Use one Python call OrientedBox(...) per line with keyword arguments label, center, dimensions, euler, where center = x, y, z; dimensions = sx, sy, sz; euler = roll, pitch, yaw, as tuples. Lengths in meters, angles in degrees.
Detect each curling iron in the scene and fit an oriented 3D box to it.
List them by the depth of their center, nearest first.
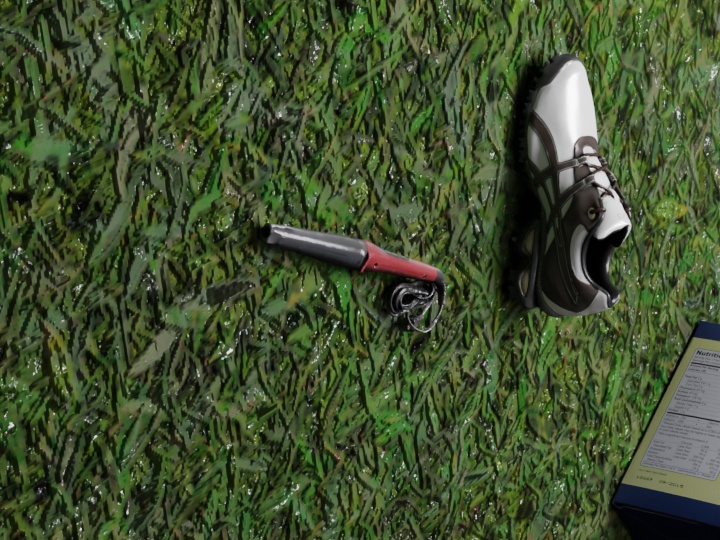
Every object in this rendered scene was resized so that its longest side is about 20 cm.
OrientedBox(label="curling iron", center=(0.000, 0.000, 1.350), dimensions=(0.199, 0.025, 0.050), euler=(25, 75, -51))

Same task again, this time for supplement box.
OrientedBox(label="supplement box", center=(0.350, 0.189, 1.759), dimensions=(0.201, 0.133, 0.200), euler=(-59, 138, -25))

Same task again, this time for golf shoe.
OrientedBox(label="golf shoe", center=(0.171, -0.064, 1.505), dimensions=(0.077, 0.094, 0.202), euler=(-8, 102, -50))
